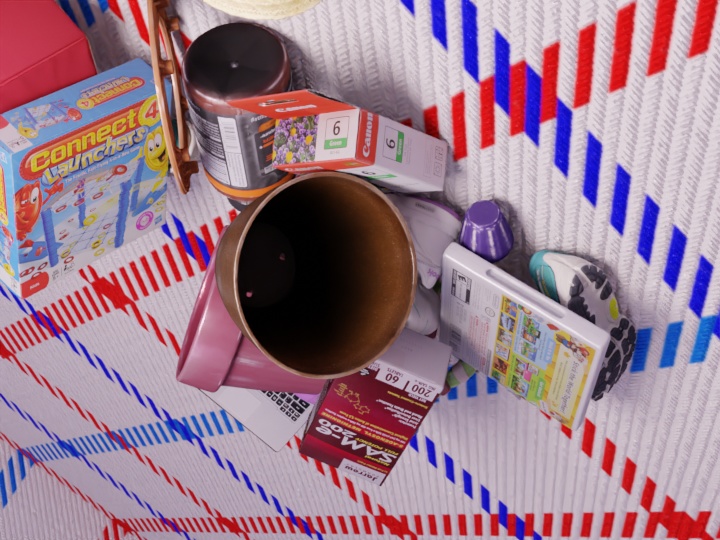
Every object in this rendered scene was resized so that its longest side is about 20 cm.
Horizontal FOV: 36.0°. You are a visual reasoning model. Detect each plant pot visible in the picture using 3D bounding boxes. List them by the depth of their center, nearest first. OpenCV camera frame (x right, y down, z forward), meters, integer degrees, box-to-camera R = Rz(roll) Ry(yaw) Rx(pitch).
[{"bbox_3d":[-0.069,0.000,1.102,0.187,0.188,0.199,42,166,-21],"label":"plant pot"},{"bbox_3d":[-0.116,0.066,1.374,0.176,0.203,0.200,19,154,-12],"label":"plant pot"}]

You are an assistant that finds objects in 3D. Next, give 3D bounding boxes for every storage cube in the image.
[{"bbox_3d":[-0.383,-0.189,1.163,0.200,0.179,0.172,45,159,27],"label":"storage cube"}]

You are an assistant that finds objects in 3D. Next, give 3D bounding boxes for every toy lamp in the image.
[{"bbox_3d":[0.135,0.002,1.154,0.057,0.059,0.201,18,152,21],"label":"toy lamp"}]

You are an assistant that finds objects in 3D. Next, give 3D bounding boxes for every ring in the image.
[{"bbox_3d":[-0.178,-0.175,1.064,0.019,0.203,0.202,-9,146,-2],"label":"ring"}]

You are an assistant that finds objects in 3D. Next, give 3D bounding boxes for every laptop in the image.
[{"bbox_3d":[-0.112,0.154,1.572,0.187,0.200,0.116,42,-177,-19],"label":"laptop"}]

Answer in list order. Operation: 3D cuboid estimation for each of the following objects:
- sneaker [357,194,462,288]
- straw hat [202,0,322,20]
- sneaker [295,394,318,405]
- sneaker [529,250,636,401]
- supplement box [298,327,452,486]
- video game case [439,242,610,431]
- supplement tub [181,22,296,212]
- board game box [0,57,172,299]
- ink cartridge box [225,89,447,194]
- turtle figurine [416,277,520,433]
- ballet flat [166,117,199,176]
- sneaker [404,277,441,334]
[{"bbox_3d":[0.005,-0.041,1.157,0.197,0.101,0.075,17,174,26],"label":"sneaker"},{"bbox_3d":[-0.077,-0.301,0.849,0.198,0.086,0.203,14,138,13],"label":"straw hat"},{"bbox_3d":[-0.018,0.148,1.497,0.198,0.073,0.115,19,145,12],"label":"sneaker"},{"bbox_3d":[0.229,0.053,1.148,0.079,0.077,0.201,29,153,47],"label":"sneaker"},{"bbox_3d":[0.013,0.143,1.201,0.107,0.061,0.201,22,136,-3],"label":"supplement box"},{"bbox_3d":[0.161,0.072,1.140,0.181,0.023,0.201,32,155,19],"label":"video game case"},{"bbox_3d":[-0.114,-0.143,1.112,0.106,0.108,0.201,22,151,15],"label":"supplement tub"},{"bbox_3d":[-0.291,-0.096,1.155,0.056,0.199,0.198,38,140,24],"label":"board game box"},{"bbox_3d":[-0.020,-0.114,1.024,0.108,0.051,0.198,0,172,41],"label":"ink cartridge box"},{"bbox_3d":[0.070,0.088,1.331,0.144,0.198,0.197,37,142,51],"label":"turtle figurine"},{"bbox_3d":[-0.230,-0.134,1.293,0.198,0.070,0.070,0,139,49],"label":"ballet flat"},{"bbox_3d":[0.000,0.000,1.214,0.199,0.071,0.080,37,-161,18],"label":"sneaker"}]
